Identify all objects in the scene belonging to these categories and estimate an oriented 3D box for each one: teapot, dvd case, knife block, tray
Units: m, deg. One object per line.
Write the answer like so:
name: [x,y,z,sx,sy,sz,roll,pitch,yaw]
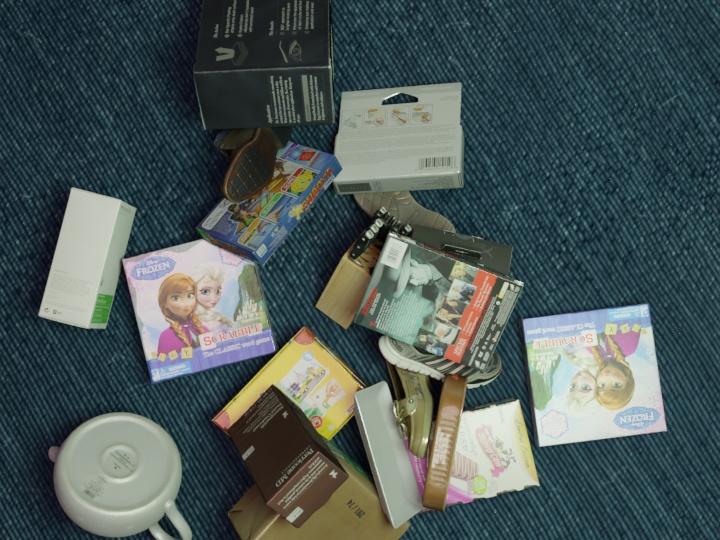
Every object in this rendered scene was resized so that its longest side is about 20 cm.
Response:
teapot: [-0.361,0.322,1.504,0.197,0.146,0.200,-2,52,-19]
dvd case: [0.108,0.044,1.401,0.200,0.022,0.146,20,109,-2]
knife block: [0.000,0.000,1.485,0.064,0.176,0.200,37,99,5]
tray: [0.036,0.267,1.464,0.022,0.107,0.200,-18,86,28]

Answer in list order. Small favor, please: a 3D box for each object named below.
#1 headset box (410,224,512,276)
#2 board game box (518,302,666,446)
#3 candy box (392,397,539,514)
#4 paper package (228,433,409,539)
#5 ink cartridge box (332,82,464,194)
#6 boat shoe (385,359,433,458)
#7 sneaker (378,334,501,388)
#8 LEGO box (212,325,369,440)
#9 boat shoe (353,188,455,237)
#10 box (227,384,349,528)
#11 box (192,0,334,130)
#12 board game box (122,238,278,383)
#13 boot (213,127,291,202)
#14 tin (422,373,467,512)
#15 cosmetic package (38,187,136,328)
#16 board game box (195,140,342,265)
headset box: [0.133,0.019,1.480,0.148,0.200,0.075,13,56,1]
board game box: [0.357,0.160,1.549,0.200,0.041,0.200,-8,86,1]
candy box: [0.159,0.283,1.536,0.200,0.061,0.137,-14,86,0]
paper package: [-0.058,0.367,1.474,0.191,0.103,0.200,-47,118,-2]
ink cartridge box: [0.061,-0.205,1.557,0.200,0.044,0.174,-2,59,12]
boat shoe: [0.071,0.194,1.495,0.063,0.200,0.073,5,129,-6]
sneaker: [0.132,0.114,1.483,0.200,0.087,0.074,17,44,-19]
LEGO box: [-0.101,0.207,1.536,0.149,0.077,0.200,45,88,3]
boat shoe: [0.064,-0.078,1.552,0.076,0.072,0.200,-42,65,-13]
box: [-0.105,0.254,1.395,0.100,0.200,0.075,-45,123,-2]
box: [-0.140,-0.321,1.509,0.200,0.117,0.197,-2,51,1]
board game box: [-0.248,0.055,1.559,0.200,0.041,0.200,-15,86,-1]
boot: [-0.182,-0.168,1.521,0.097,0.200,0.075,-7,129,34]
tin: [0.121,0.247,1.447,0.042,0.112,0.200,10,93,2]
cosmetic package: [-0.418,-0.017,1.542,0.085,0.108,0.200,15,88,2]
board game box: [-0.138,-0.109,1.515,0.135,0.034,0.200,23,66,39]
